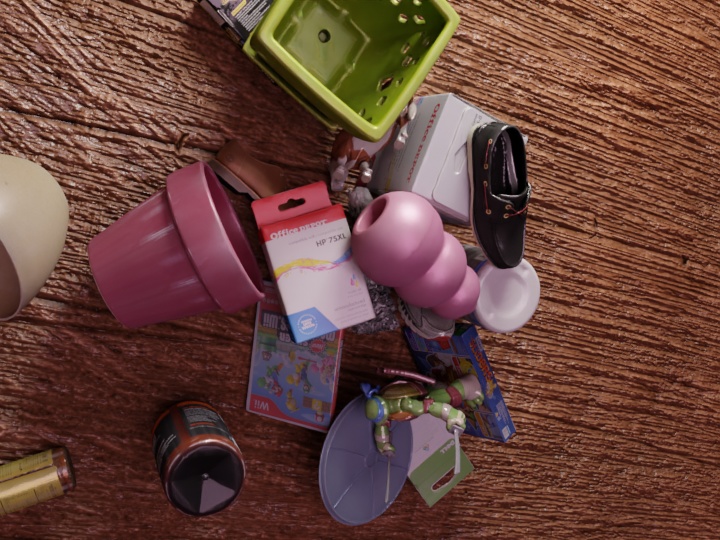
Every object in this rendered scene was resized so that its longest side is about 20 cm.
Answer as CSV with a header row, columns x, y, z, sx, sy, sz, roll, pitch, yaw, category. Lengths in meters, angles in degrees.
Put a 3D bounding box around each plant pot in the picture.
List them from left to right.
x,y,z,sx,sy,sz,roll,pitch,yaw,category
-0.434,-0.061,0.887,0.201,0.199,0.135,60,41,-20,plant pot
-0.244,-0.018,0.965,0.178,0.200,0.201,-23,108,0,plant pot
-0.027,-0.300,0.949,0.199,0.181,0.201,37,85,-23,plant pot

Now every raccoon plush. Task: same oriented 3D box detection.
x,y,z,sx,sy,sz,roll,pitch,yaw,category
0.000,0.000,1.065,0.096,0.135,0.201,-16,131,4,raccoon plush

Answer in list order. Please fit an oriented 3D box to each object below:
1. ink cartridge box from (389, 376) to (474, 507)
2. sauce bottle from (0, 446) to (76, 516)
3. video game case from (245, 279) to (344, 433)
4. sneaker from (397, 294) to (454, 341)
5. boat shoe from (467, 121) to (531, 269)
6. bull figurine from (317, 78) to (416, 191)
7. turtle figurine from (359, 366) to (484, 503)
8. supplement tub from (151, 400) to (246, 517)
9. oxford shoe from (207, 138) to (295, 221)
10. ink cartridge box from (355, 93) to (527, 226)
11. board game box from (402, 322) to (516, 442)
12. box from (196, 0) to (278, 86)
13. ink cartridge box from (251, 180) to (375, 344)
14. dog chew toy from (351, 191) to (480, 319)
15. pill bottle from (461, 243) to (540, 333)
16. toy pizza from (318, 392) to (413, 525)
x,y,z,sx,sy,sz,roll,pitch,yaw,category
0.093,0.277,1.216,0.104,0.059,0.201,-37,111,-12,ink cartridge box
-0.484,0.293,0.977,0.198,0.066,0.067,-14,104,-18,sauce bottle
-0.095,0.124,1.083,0.017,0.142,0.202,-10,108,-67,video game case
0.093,0.008,1.068,0.077,0.082,0.202,-2,61,-22,sneaker
0.188,-0.094,0.977,0.073,0.063,0.203,-18,108,-24,boat shoe
0.007,-0.182,1.036,0.065,0.122,0.200,28,118,-23,bull figurine
0.095,0.230,1.072,0.193,0.200,0.145,-12,139,-45,turtle figurine
-0.225,0.241,1.000,0.106,0.200,0.108,-4,102,-21,supplement tub
-0.122,-0.109,1.057,0.200,0.071,0.071,42,79,-22,oxford shoe
0.112,-0.157,1.073,0.144,0.200,0.146,22,91,-24,ink cartridge box
0.157,0.175,1.183,0.034,0.135,0.201,-36,112,-33,board game box
-0.100,-0.385,1.029,0.160,0.049,0.200,44,81,-20,box
-0.066,-0.015,0.997,0.115,0.067,0.202,-18,92,-11,ink cartridge box
0.082,-0.010,0.969,0.200,0.124,0.125,41,83,-23,dog chew toy
0.171,0.020,1.129,0.113,0.200,0.115,-3,99,-22,pill bottle
0.006,0.279,1.109,0.199,0.032,0.202,-7,99,-45,toy pizza
